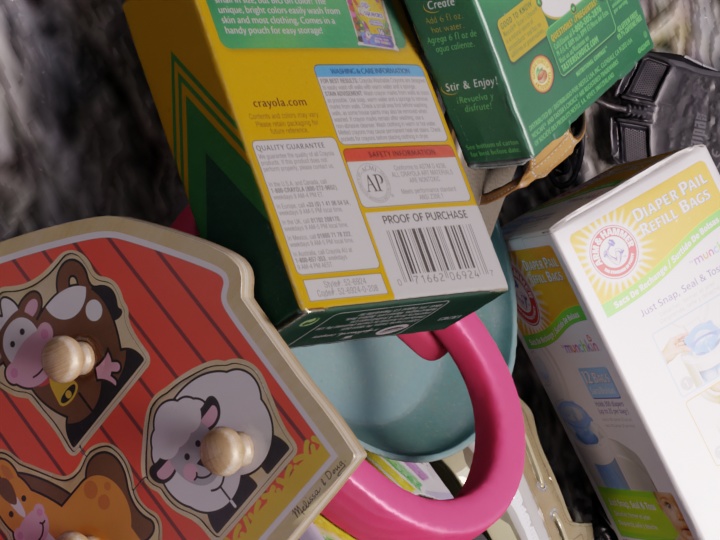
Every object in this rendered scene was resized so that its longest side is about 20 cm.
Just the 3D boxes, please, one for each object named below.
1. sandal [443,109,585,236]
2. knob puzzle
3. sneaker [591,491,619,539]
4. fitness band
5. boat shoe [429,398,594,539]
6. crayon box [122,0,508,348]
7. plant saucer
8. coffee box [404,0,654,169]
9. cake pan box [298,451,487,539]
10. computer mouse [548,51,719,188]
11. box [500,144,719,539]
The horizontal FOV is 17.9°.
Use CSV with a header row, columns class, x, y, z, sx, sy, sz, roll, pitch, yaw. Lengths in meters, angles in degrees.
class,x,y,z,sx,sy,sz,roll,pitch,yaw
sandal,0.092,-0.088,1.146,0.201,0.054,0.082,-60,151,-18
knob puzzle,-0.113,0.065,0.969,0.030,0.218,0.221,0,95,-57
sneaker,0.177,0.163,1.321,0.098,0.071,0.202,-8,99,-42
fitness band,-0.005,0.040,1.027,0.200,0.037,0.144,41,40,-18
boat shoe,0.096,0.155,1.243,0.068,0.075,0.201,-39,119,-26
crayon box,-0.024,-0.069,1.010,0.125,0.051,0.201,-5,70,-43
plant saucer,0.000,0.000,1.129,0.199,0.036,0.201,22,58,-41
coffee box,0.060,-0.164,1.047,0.123,0.044,0.201,-42,118,-42
cake pan box,0.010,0.142,1.072,0.052,0.185,0.200,-44,146,14
computer mouse,0.177,-0.116,1.308,0.199,0.046,0.141,2,98,-31
box,0.162,0.047,1.215,0.101,0.112,0.201,-29,97,-18
